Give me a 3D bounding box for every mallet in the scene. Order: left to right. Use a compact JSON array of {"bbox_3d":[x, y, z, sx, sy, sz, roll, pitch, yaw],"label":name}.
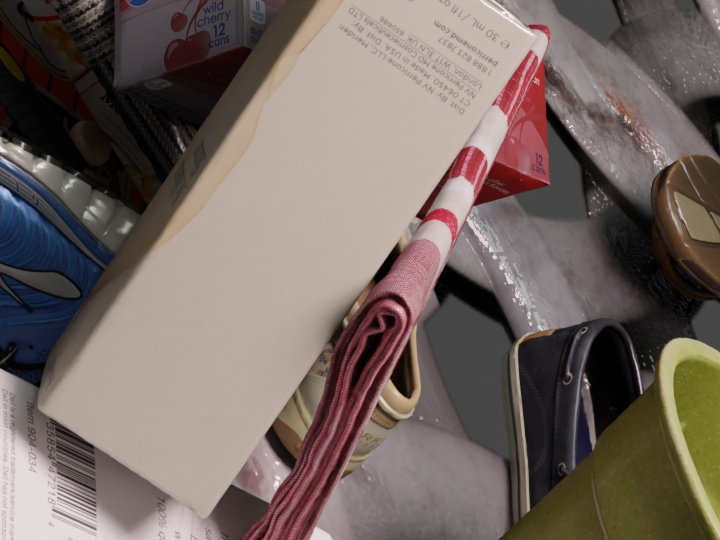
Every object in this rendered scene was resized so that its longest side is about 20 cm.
[{"bbox_3d":[-0.165,-0.098,1.140,0.066,0.041,0.201,-20,76,-50],"label":"mallet"}]

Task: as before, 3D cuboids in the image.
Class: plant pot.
[{"bbox_3d":[0.106,0.163,1.141,0.200,0.190,0.200,45,21,-23],"label":"plant pot"}]

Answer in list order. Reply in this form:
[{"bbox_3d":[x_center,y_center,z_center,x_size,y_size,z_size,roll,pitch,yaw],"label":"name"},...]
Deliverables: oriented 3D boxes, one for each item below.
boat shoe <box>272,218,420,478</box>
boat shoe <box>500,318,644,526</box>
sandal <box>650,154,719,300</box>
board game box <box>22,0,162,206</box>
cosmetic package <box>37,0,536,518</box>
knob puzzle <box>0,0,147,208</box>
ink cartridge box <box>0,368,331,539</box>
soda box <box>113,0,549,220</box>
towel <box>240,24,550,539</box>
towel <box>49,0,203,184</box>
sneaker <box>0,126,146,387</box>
[{"bbox_3d":[0.000,0.000,1.272,0.073,0.063,0.201,31,40,-35],"label":"boat shoe"},{"bbox_3d":[0.113,0.110,1.335,0.074,0.062,0.201,26,45,-42],"label":"boat shoe"},{"bbox_3d":[0.188,-0.020,1.561,0.082,0.054,0.200,66,18,2],"label":"sandal"},{"bbox_3d":[-0.079,-0.126,1.213,0.201,0.046,0.152,59,35,-16],"label":"board game box"},{"bbox_3d":[-0.027,-0.024,0.999,0.073,0.200,0.104,34,5,-9],"label":"cosmetic package"},{"bbox_3d":[-0.107,-0.061,1.211,0.219,0.030,0.220,34,39,-33],"label":"knob puzzle"},{"bbox_3d":[-0.101,0.133,1.003,0.200,0.084,0.146,31,41,-37],"label":"ink cartridge box"},{"bbox_3d":[-0.007,-0.080,1.137,0.200,0.070,0.064,21,61,-49],"label":"soda box"},{"bbox_3d":[0.015,0.007,1.058,0.023,0.144,0.200,27,37,1],"label":"towel"},{"bbox_3d":[-0.040,-0.098,1.180,0.193,0.034,0.200,59,35,-15],"label":"towel"},{"bbox_3d":[-0.131,-0.001,1.076,0.199,0.089,0.079,30,0,-4],"label":"sneaker"}]
